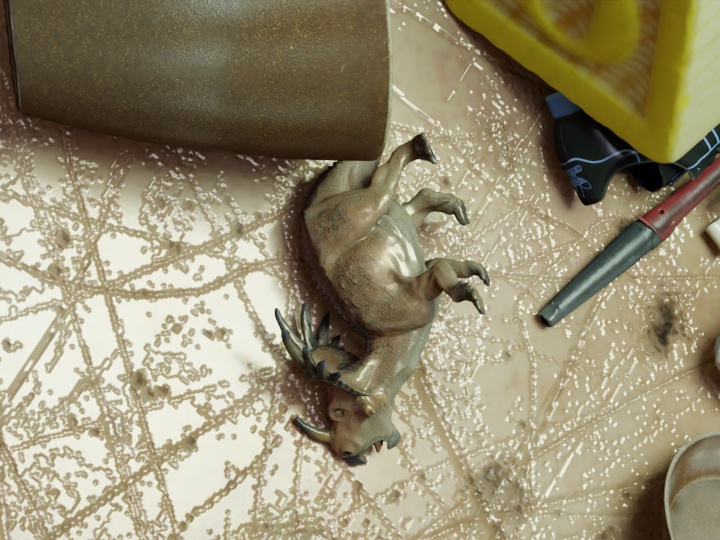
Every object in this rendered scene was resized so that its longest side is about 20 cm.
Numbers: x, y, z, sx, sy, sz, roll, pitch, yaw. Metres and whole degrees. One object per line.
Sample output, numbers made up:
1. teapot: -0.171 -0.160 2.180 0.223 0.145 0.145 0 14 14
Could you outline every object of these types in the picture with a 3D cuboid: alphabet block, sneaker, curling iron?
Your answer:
1. alphabet block: 0.186 -0.224 1.356 0.196 0.196 0.200 38 63 26
2. sneaker: 0.214 -0.097 1.449 0.199 0.070 0.078 -14 89 -18
3. curling iron: 0.192 -0.027 1.430 0.199 0.050 0.026 -33 117 -14

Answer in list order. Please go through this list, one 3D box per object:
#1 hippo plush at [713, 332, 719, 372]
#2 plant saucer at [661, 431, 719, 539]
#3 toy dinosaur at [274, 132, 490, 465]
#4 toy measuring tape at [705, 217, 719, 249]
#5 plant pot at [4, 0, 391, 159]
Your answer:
1. hippo plush: 0.317 0.012 1.449 0.201 0.158 0.161 62 32 -21
2. plant saucer: 0.259 0.190 1.386 0.199 0.035 0.201 24 40 -22
3. toy dinosaur: 0.000 0.000 1.333 0.135 0.086 0.201 -21 69 10
4. toy measuring tape: 0.311 -0.079 1.480 0.199 0.074 0.074 -34 94 -25
5. plant pot: -0.098 -0.144 1.265 0.198 0.187 0.188 -7 83 -10
